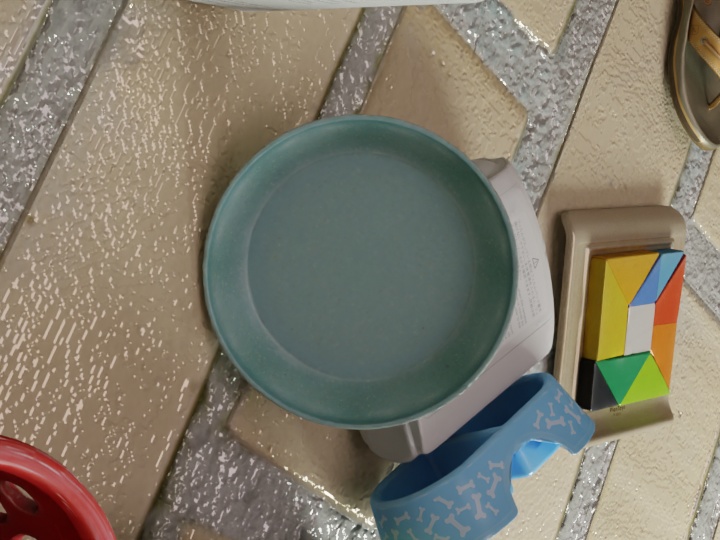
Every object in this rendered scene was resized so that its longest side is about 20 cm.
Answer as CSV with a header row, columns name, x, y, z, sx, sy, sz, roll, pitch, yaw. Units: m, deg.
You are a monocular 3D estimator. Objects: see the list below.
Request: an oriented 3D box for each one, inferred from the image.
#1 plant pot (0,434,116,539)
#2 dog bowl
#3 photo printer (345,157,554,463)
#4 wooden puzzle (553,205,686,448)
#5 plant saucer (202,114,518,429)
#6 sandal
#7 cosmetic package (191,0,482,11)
name,x,y,z,sx,sy,sz,roll,pitch,yaw
plant pot,-0.233,0.159,0.655,0.200,0.182,0.202,-7,100,-47
dog bowl,0.085,0.140,1.055,0.200,0.111,0.050,-37,101,-39
photo printer,0.064,0.019,1.053,0.200,0.069,0.167,-34,117,-41
wooden puzzle,0.231,0.046,1.268,0.185,0.037,0.201,-5,98,-47
plant saucer,0.000,0.000,0.932,0.036,0.199,0.201,-88,175,-81
sandal,0.322,-0.210,1.327,0.080,0.054,0.201,-1,95,-48
cosmetic package,-0.048,-0.237,0.804,0.165,0.199,0.166,2,93,-48
